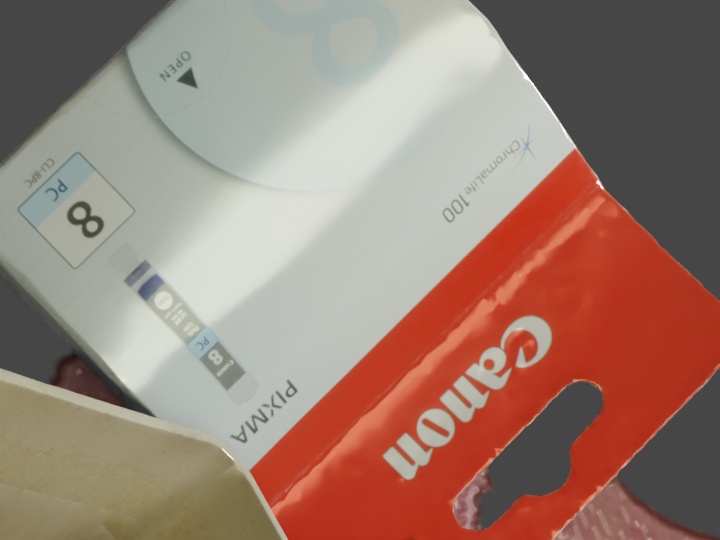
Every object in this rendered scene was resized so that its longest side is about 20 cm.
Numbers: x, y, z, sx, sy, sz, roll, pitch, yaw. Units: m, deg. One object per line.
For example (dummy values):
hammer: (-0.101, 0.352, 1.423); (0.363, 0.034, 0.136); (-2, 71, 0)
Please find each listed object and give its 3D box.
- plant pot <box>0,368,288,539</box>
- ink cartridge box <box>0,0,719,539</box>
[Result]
plant pot: (-0.100, 0.162, 0.784); (0.177, 0.200, 0.200); (-36, 67, 13)
ink cartridge box: (0.000, 0.000, 0.912); (0.160, 0.047, 0.200); (-44, 84, -9)
